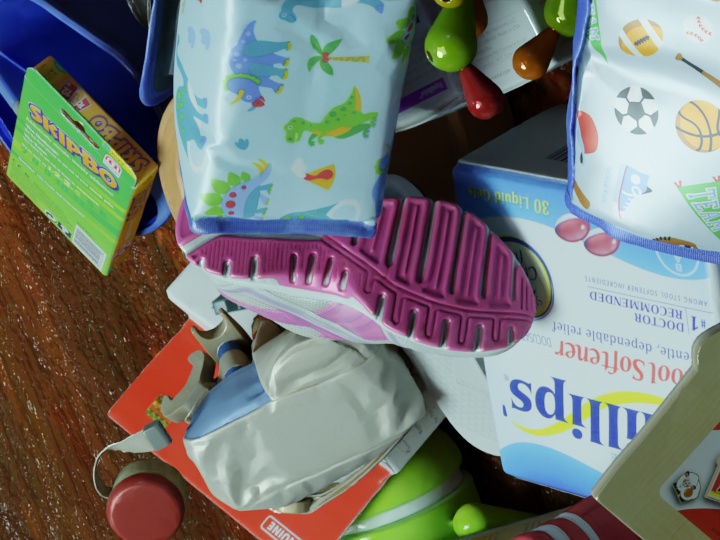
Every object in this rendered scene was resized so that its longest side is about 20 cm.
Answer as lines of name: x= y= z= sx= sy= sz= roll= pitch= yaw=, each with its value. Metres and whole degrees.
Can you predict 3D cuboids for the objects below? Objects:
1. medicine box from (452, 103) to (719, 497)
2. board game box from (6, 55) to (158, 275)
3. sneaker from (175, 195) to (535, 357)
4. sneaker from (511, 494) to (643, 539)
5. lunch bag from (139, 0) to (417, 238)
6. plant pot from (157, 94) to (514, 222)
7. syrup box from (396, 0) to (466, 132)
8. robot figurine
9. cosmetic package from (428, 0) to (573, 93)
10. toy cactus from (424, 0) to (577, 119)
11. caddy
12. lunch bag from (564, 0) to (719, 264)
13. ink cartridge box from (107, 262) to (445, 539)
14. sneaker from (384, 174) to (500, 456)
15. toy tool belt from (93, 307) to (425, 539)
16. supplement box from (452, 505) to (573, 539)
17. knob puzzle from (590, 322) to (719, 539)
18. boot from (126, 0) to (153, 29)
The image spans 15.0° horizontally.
medicine box: x=0.162 y=0.025 z=1.509 sx=0.182 sy=0.103 sz=0.200 roll=13 pitch=122 yaw=44
board game box: x=-0.174 y=-0.065 z=1.697 sx=0.096 sy=0.030 sz=0.200 roll=45 pitch=163 yaw=5
sneaker: x=0.000 y=0.000 z=1.506 sx=0.200 sy=0.081 sz=0.088 roll=18 pitch=164 yaw=7
sneaker: x=0.115 y=0.222 z=1.486 sx=0.071 sy=0.112 sz=0.200 roll=10 pitch=109 yaw=44
lunch bag: x=-0.047 y=-0.141 z=1.451 sx=0.200 sy=0.127 sz=0.170 roll=-100 pitch=17 yaw=-50
plant pot: x=-0.025 y=-0.070 z=1.628 sx=0.200 sy=0.140 sz=0.200 roll=27 pitch=133 yaw=34
syrup box: x=0.025 y=-0.186 z=1.526 sx=0.081 sy=0.079 sz=0.200 roll=-21 pitch=91 yaw=55
robot figurine: x=0.028 y=0.181 z=1.747 sx=0.175 sy=0.116 sz=0.200 roll=-11 pitch=103 yaw=43
cosmetic package: x=0.070 y=-0.203 z=1.466 sx=0.074 sy=0.102 sz=0.200 roll=-24 pitch=94 yaw=51
toy cactus: x=0.084 y=-0.190 z=1.378 sx=0.165 sy=0.200 sz=0.102 roll=44 pitch=180 yaw=2
caddy: x=-0.173 y=-0.111 z=1.792 sx=0.200 sy=0.105 sz=0.142 roll=35 pitch=135 yaw=29
lunch bag: x=0.201 y=-0.093 z=1.326 sx=0.200 sy=0.124 sz=0.170 roll=5 pitch=124 yaw=5
ink cartridge box: x=-0.049 y=0.067 z=1.716 sx=0.200 sy=0.174 sz=0.044 roll=35 pitch=170 yaw=33
sneaker: x=0.064 y=0.004 z=1.592 sx=0.071 sy=0.099 sz=0.200 roll=1 pitch=132 yaw=40
toy tool belt: x=-0.060 y=0.084 z=1.638 sx=0.200 sy=0.123 sz=0.125 roll=-28 pitch=112 yaw=10
supplement box: x=0.084 y=0.206 z=1.619 sx=0.200 sy=0.126 sz=0.074 roll=-17 pitch=103 yaw=13
knob puzzle: x=0.241 y=0.088 z=1.426 sx=0.030 sy=0.219 sz=0.220 roll=-128 pitch=23 yaw=-67
boot: x=-0.111 y=-0.184 z=1.625 sx=0.069 sy=0.174 sz=0.200 roll=7 pitch=129 yaw=-6
